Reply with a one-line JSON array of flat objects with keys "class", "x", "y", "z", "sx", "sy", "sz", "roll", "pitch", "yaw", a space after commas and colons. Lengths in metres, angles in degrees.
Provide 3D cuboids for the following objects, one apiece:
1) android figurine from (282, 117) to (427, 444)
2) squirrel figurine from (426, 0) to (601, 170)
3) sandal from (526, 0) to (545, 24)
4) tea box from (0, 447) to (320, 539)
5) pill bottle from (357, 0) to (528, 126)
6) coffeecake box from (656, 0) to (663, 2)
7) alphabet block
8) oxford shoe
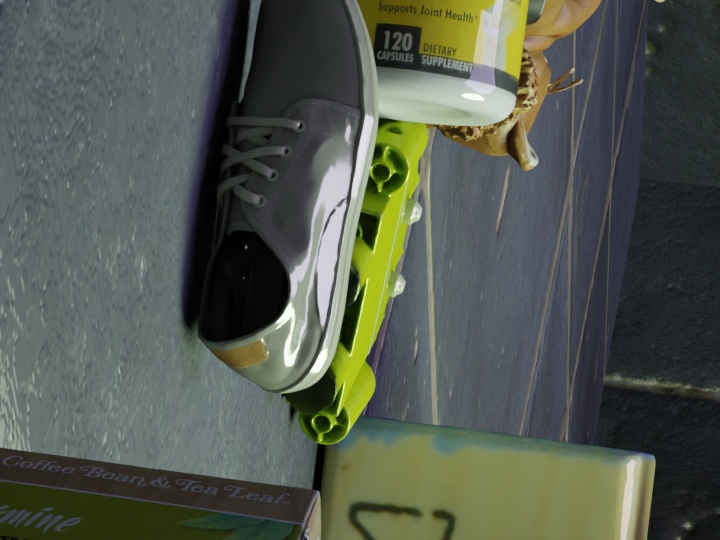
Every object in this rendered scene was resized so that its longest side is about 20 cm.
[{"class": "android figurine", "x": 0.000, "y": 0.000, "z": 1.560, "sx": 0.200, "sy": 0.041, "sz": 0.183, "roll": -57, "pitch": 161, "yaw": -67}, {"class": "squirrel figurine", "x": 0.076, "y": -0.153, "z": 1.790, "sx": 0.200, "sy": 0.141, "sz": 0.187, "roll": -41, "pitch": 149, "yaw": -56}, {"class": "sandal", "x": 0.105, "y": -0.195, "z": 1.593, "sx": 0.200, "sy": 0.043, "sz": 0.076, "roll": -79, "pitch": 180, "yaw": -64}, {"class": "tea box", "x": -0.094, "y": 0.192, "z": 0.872, "sx": 0.197, "sy": 0.133, "sz": 0.201, "roll": -66, "pitch": 161, "yaw": -59}, {"class": "pill bottle", "x": 0.037, "y": -0.182, "z": 1.481, "sx": 0.112, "sy": 0.112, "sz": 0.201, "roll": 32, "pitch": 65, "yaw": -80}, {"class": "coffeecake box", "x": 0.103, "y": -0.248, "z": 1.386, "sx": 0.153, "sy": 0.073, "sz": 0.201, "roll": 16, "pitch": 48, "yaw": -55}, {"class": "alphabet block", "x": 0.073, "y": 0.198, "z": 1.730, "sx": 0.196, "sy": 0.194, "sz": 0.201, "roll": 21, "pitch": 77, "yaw": -79}, {"class": "oxford shoe", "x": -0.037, "y": -0.046, "z": 1.292, "sx": 0.058, "sy": 0.075, "sz": 0.201, "roll": 14, "pitch": 79, "yaw": -44}]
